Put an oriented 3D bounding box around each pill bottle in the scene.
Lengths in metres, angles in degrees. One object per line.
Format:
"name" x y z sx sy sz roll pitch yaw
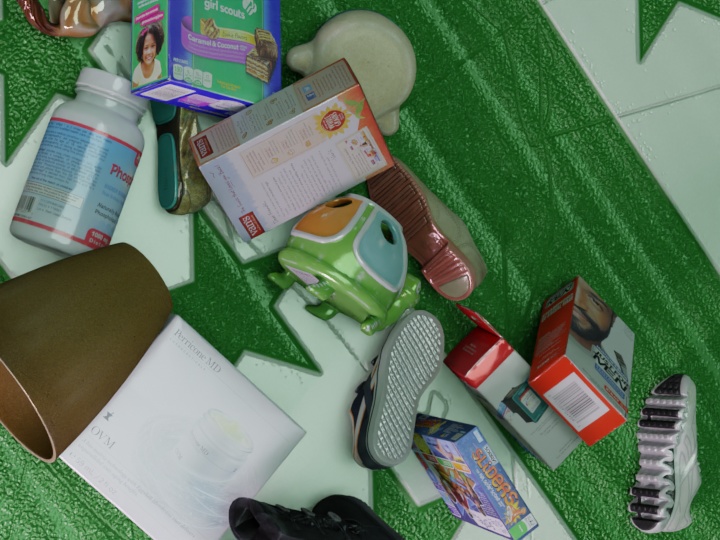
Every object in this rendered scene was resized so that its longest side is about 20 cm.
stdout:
"pill bottle" -0.303 -0.115 1.587 0.108 0.109 0.202 21 84 -15

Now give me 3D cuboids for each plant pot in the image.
"plant pot" -0.299 0.063 1.499 0.200 0.186 0.187 -39 100 -25

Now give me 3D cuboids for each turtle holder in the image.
"turtle holder" 0.000 -0.002 1.660 0.185 0.141 0.132 33 78 -12

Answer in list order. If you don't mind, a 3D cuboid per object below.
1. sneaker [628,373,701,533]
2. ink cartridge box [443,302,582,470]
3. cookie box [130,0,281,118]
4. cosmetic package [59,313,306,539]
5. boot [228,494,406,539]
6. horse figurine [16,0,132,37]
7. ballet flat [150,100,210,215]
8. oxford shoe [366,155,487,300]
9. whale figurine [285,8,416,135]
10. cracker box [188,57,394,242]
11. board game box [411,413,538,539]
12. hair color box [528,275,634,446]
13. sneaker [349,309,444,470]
"sneaker" 0.394 0.231 1.816 0.080 0.075 0.202 12 87 -30
"ink cartridge box" 0.171 0.135 1.718 0.067 0.116 0.200 -44 100 -4
"cookie box" -0.169 -0.283 1.598 0.170 0.075 0.202 9 76 -47
"cosmetic package" -0.204 0.187 1.604 0.199 0.123 0.200 43 77 -12
"boot" -0.065 0.283 1.588 0.199 0.164 0.066 13 92 -40
"horse figurine" -0.298 -0.314 1.618 0.199 0.050 0.134 -26 113 -24
"ballet flat" -0.203 -0.164 1.647 0.070 0.071 0.202 -4 89 -17
"oxford shoe" 0.079 -0.058 1.734 0.201 0.071 0.074 57 35 1
"whale figurine" -0.022 -0.212 1.693 0.158 0.104 0.201 32 104 -15
"cracker box" -0.076 -0.133 1.618 0.199 0.058 0.134 -27 137 0
"board game box" 0.121 0.235 1.659 0.034 0.200 0.136 -34 99 -14
"hair color box" 0.266 0.103 1.712 0.111 0.200 0.064 45 117 -11
"sneaker" 0.036 0.141 1.705 0.078 0.079 0.201 31 60 -18
